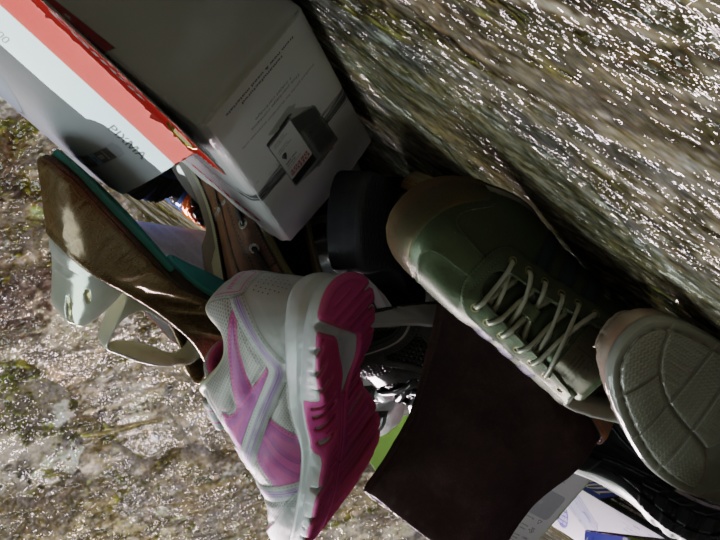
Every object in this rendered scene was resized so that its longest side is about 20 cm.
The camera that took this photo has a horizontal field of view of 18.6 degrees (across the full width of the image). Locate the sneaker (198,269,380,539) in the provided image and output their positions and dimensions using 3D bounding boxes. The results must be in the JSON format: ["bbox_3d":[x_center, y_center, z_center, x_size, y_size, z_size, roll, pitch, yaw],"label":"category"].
[{"bbox_3d":[-0.043,0.073,1.245,0.088,0.081,0.201,19,129,22],"label":"sneaker"}]

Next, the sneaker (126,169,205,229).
[{"bbox_3d":[-0.142,-0.086,1.477,0.078,0.075,0.200,35,176,28],"label":"sneaker"}]

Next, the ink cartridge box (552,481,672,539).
[{"bbox_3d":[0.210,0.176,1.527,0.093,0.044,0.200,-5,-168,-22],"label":"ink cartridge box"}]

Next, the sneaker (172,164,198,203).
[{"bbox_3d":[-0.036,-0.057,1.431,0.082,0.074,0.200,-27,134,37],"label":"sneaker"}]

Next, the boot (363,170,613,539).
[{"bbox_3d":[0.056,0.060,1.240,0.200,0.167,0.072,42,173,-24],"label":"boot"}]

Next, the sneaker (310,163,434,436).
[{"bbox_3d":[0.000,0.000,1.386,0.075,0.081,0.201,-2,106,50],"label":"sneaker"}]

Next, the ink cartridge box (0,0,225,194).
[{"bbox_3d":[-0.162,-0.101,1.147,0.160,0.047,0.200,44,175,-22],"label":"ink cartridge box"}]

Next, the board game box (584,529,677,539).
[{"bbox_3d":[0.225,0.172,1.165,0.199,0.045,0.134,7,175,-3],"label":"board game box"}]

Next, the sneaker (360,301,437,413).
[{"bbox_3d":[0.060,0.069,1.319,0.199,0.087,0.080,8,167,-31],"label":"sneaker"}]

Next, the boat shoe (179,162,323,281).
[{"bbox_3d":[-0.064,-0.059,1.335,0.068,0.201,0.072,-16,179,37],"label":"boat shoe"}]

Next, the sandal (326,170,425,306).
[{"bbox_3d":[0.006,-0.023,1.274,0.043,0.077,0.200,2,170,15],"label":"sandal"}]

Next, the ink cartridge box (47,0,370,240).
[{"bbox_3d":[-0.087,-0.114,1.209,0.147,0.083,0.200,39,174,18],"label":"ink cartridge box"}]

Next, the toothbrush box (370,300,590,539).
[{"bbox_3d":[0.053,0.085,1.525,0.145,0.086,0.200,30,-163,-38],"label":"toothbrush box"}]

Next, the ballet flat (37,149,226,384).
[{"bbox_3d":[-0.128,0.010,1.235,0.068,0.072,0.200,43,-179,42],"label":"ballet flat"}]

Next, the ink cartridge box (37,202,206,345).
[{"bbox_3d":[-0.105,0.027,1.427,0.199,0.057,0.162,3,-149,-50],"label":"ink cartridge box"}]

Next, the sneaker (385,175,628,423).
[{"bbox_3d":[0.100,0.023,1.136,0.200,0.067,0.090,35,-171,-46],"label":"sneaker"}]

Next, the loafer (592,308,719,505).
[{"bbox_3d":[0.179,0.080,1.142,0.200,0.072,0.063,40,-178,-33],"label":"loafer"}]

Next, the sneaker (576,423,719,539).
[{"bbox_3d":[0.165,0.111,1.430,0.200,0.074,0.079,38,179,8],"label":"sneaker"}]
